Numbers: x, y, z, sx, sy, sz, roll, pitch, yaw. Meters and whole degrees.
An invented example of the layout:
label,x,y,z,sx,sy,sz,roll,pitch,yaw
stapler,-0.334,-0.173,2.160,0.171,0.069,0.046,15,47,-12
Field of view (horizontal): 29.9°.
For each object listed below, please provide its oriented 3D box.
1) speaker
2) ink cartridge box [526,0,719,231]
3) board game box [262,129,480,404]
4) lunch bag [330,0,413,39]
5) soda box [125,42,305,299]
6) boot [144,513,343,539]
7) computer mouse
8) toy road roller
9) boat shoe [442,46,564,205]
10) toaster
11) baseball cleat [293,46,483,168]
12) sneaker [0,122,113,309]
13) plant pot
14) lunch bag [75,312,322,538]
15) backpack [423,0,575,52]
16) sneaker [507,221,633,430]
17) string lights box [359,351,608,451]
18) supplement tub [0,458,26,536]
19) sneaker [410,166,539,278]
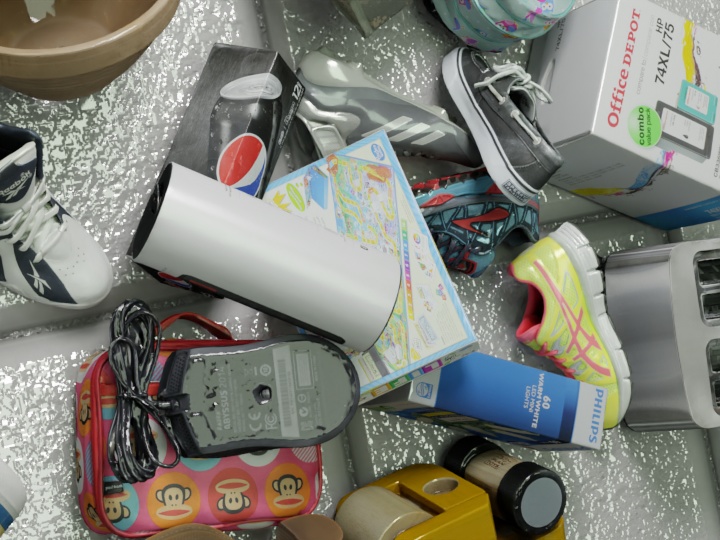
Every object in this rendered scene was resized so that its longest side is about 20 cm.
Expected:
label,x,y,z,sx,sy,sz,roll,pitch,yaw
speaker,-0.072,-0.010,1.032,0.198,0.081,0.082,23,75,-18
ink cartridge box,0.268,-0.146,1.280,0.198,0.146,0.149,19,76,-22
board game box,0.000,0.000,1.125,0.133,0.034,0.202,-24,72,3
lunch bag,-0.001,-0.328,1.157,0.163,0.118,0.200,-38,62,-5
soda box,-0.117,-0.084,1.115,0.063,0.070,0.202,45,61,-59
boot,-0.110,0.275,1.060,0.198,0.077,0.157,-7,123,-40
computer mouse,-0.099,0.093,1.047,0.197,0.053,0.141,1,78,-17
toy road roller,0.086,0.244,1.164,0.198,0.123,0.148,-17,106,-25
boat shoe,0.129,-0.146,1.198,0.073,0.068,0.200,34,26,-32
toaster,0.330,0.057,1.303,0.198,0.118,0.184,-5,86,-26
baseball cleat,0.018,-0.118,1.210,0.198,0.070,0.107,26,89,-19
sneaker,-0.258,-0.047,1.020,0.199,0.129,0.080,49,68,-14
plant pot,-0.235,-0.199,1.047,0.198,0.093,0.203,1,50,-1
lunch bag,-0.131,0.123,1.096,0.198,0.082,0.179,0,80,-28
backpack,0.135,-0.307,1.242,0.165,0.126,0.202,21,74,-22
sneaker,0.190,0.061,1.261,0.089,0.078,0.202,-22,102,-10
string lights box,0.109,0.112,1.197,0.198,0.103,0.060,17,76,-23
supplement tub,-0.348,0.190,0.942,0.145,0.144,0.201,45,68,-15
sneaker,0.087,-0.038,1.218,0.198,0.079,0.097,-15,93,-26
